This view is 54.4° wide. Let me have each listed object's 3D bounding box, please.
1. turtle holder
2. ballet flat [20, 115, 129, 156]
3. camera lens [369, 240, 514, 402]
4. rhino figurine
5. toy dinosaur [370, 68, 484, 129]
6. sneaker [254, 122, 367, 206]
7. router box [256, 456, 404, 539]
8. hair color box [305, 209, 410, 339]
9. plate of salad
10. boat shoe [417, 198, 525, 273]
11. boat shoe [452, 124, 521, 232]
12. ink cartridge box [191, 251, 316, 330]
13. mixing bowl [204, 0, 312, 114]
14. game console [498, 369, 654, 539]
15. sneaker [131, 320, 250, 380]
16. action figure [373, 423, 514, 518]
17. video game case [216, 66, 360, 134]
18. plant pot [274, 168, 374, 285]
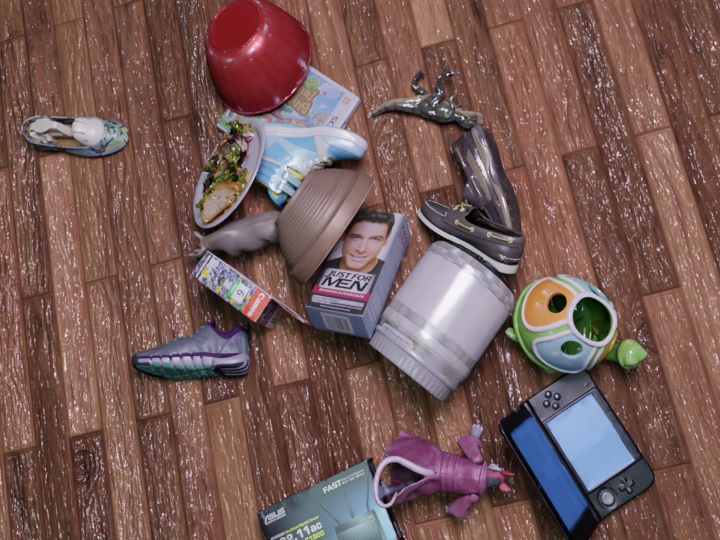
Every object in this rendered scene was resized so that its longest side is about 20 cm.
[{"bbox_3d":[0.316,0.092,1.028,0.140,0.132,0.188,-35,92,-18],"label":"turtle holder"},{"bbox_3d":[-0.517,-0.246,1.257,0.194,0.074,0.077,-1,79,8],"label":"ballet flat"},{"bbox_3d":[0.125,0.071,1.057,0.158,0.160,0.202,36,85,13],"label":"camera lens"},{"bbox_3d":[-0.203,-0.052,1.164,0.194,0.087,0.062,-14,76,8],"label":"rhino figurine"},{"bbox_3d":[0.117,-0.294,1.190,0.194,0.047,0.091,10,87,13],"label":"toy dinosaur"},{"bbox_3d":[-0.087,-0.167,1.157,0.194,0.079,0.135,6,78,18],"label":"sneaker"},{"bbox_3d":[-0.042,0.398,1.068,0.196,0.062,0.153,-26,76,2],"label":"router box"},{"bbox_3d":[0.000,0.000,1.088,0.096,0.061,0.203,8,53,23],"label":"hair color box"},{"bbox_3d":[-0.227,-0.167,1.160,0.198,0.047,0.205,-29,48,37],"label":"plate of salad"},{"bbox_3d":[0.173,-0.070,1.098,0.200,0.071,0.062,36,120,33],"label":"boat shoe"},{"bbox_3d":[0.205,-0.132,1.140,0.072,0.074,0.206,-21,80,29],"label":"boat shoe"},{"bbox_3d":[-0.169,0.052,1.128,0.198,0.109,0.051,35,85,13],"label":"ink cartridge box"},{"bbox_3d":[-0.192,-0.385,1.197,0.194,0.108,0.206,-7,70,18],"label":"mixing bowl"},{"bbox_3d":[0.317,0.264,1.015,0.170,0.119,0.203,-32,77,1],"label":"game console"},{"bbox_3d":[-0.277,0.129,1.160,0.193,0.075,0.090,0,62,0],"label":"sneaker"},{"bbox_3d":[0.126,0.288,1.025,0.194,0.149,0.138,1,75,15],"label":"action figure"},{"bbox_3d":[-0.127,-0.276,1.231,0.198,0.022,0.184,34,85,13],"label":"video game case"},{"bbox_3d":[-0.071,-0.086,1.086,0.092,0.201,0.203,34,85,-7],"label":"plant pot"}]
